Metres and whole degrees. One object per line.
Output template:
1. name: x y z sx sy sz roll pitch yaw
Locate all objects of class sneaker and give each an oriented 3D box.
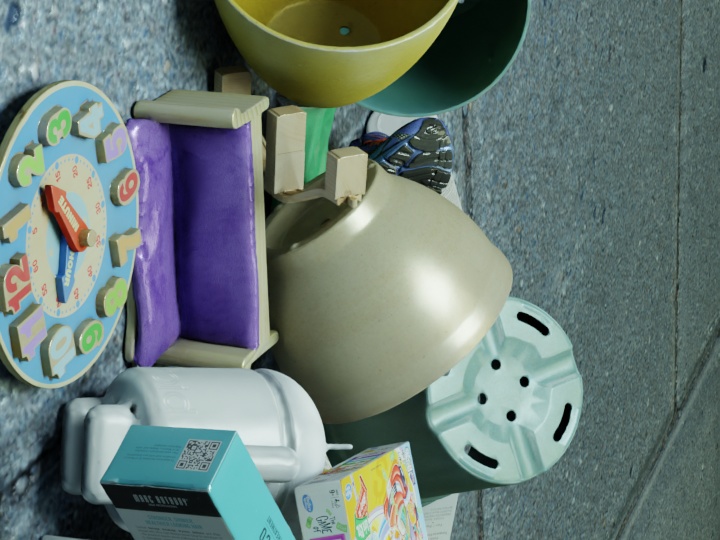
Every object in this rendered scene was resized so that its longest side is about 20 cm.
1. sneaker: 0.018 -0.090 1.645 0.200 0.075 0.079 142 -50 -57

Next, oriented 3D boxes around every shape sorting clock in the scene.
1. shape sorting clock: -0.191 -0.023 1.243 0.200 0.039 0.202 9 90 -67

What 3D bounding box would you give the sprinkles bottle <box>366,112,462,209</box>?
1. sprinkles bottle: 0.059 -0.077 1.833 0.201 0.068 0.069 70 34 -50

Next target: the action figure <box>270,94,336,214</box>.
1. action figure: -0.058 -0.045 1.565 0.118 0.054 0.202 -25 127 -67

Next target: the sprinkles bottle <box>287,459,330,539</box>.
1. sprinkles bottle: -0.051 0.171 1.481 0.200 0.068 0.069 -124 -149 -68

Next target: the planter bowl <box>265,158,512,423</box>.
1. planter bowl: 0.000 0.000 1.476 0.135 0.199 0.201 54 40 -22

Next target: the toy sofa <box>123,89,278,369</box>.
1. toy sofa: -0.117 -0.025 1.380 0.098 0.082 0.202 -40 133 -61

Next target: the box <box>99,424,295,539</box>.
1. box: -0.086 0.184 1.224 0.049 0.082 0.201 -64 143 -39

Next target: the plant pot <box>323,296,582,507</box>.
1. plant pot: 0.071 0.103 1.578 0.199 0.196 0.202 3 84 -28

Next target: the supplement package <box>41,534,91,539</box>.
1. supplement package: -0.142 0.262 1.357 0.200 0.116 0.118 39 59 -66

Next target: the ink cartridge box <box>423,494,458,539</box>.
1. ink cartridge box: 0.032 0.229 1.792 0.160 0.047 0.201 -122 -144 -53

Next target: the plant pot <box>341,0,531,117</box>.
1. plant pot: 0.050 -0.250 1.600 0.161 0.199 0.202 -68 158 -65

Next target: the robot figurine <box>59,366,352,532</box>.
1. robot figurine: -0.108 0.125 1.333 0.199 0.169 0.114 3 96 -31

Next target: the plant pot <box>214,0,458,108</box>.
1. plant pot: -0.023 -0.206 1.455 0.142 0.199 0.201 100 9 -60

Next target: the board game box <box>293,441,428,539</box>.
1. board game box: 0.009 0.199 1.321 0.200 0.034 0.136 -11 90 -76

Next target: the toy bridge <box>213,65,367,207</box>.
1. toy bridge: -0.054 -0.086 1.399 0.027 0.200 0.068 -11 120 -28
